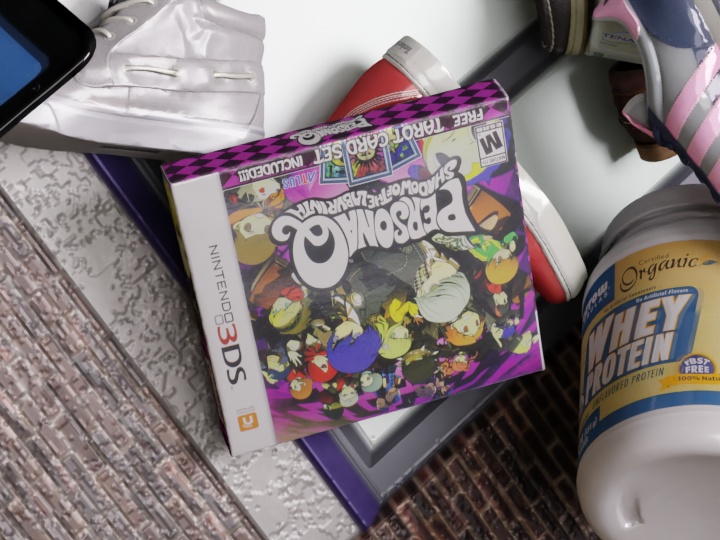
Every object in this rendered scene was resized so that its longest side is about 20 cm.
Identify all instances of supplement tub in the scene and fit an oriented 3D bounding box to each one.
[{"bbox_3d":[0.203,0.063,1.128,0.144,0.145,0.201,28,45,-23],"label":"supplement tub"}]

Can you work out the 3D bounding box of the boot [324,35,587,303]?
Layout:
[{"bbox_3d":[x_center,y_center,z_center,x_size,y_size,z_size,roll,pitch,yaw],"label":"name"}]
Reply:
[{"bbox_3d":[0.037,-0.022,1.138,0.144,0.072,0.200,-44,115,-2],"label":"boot"}]

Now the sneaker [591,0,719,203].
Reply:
[{"bbox_3d":[0.200,-0.083,1.093,0.081,0.070,0.202,-19,92,23],"label":"sneaker"}]

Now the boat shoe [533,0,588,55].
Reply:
[{"bbox_3d":[0.097,-0.228,1.149,0.064,0.073,0.202,-11,99,-2],"label":"boat shoe"}]

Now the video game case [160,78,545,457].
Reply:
[{"bbox_3d":[0.000,0.000,1.082,0.198,0.036,0.183,-14,118,-8],"label":"video game case"}]

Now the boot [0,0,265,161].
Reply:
[{"bbox_3d":[-0.143,-0.116,1.051,0.198,0.073,0.097,6,85,-32],"label":"boot"}]

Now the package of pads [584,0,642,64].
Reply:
[{"bbox_3d":[0.232,-0.218,1.160,0.153,0.068,0.202,11,78,0],"label":"package of pads"}]

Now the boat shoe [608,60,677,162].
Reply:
[{"bbox_3d":[0.247,-0.150,1.213,0.199,0.070,0.071,-35,110,-18],"label":"boat shoe"}]

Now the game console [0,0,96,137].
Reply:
[{"bbox_3d":[-0.268,-0.121,0.956,0.200,0.116,0.176,-41,108,-11],"label":"game console"}]
